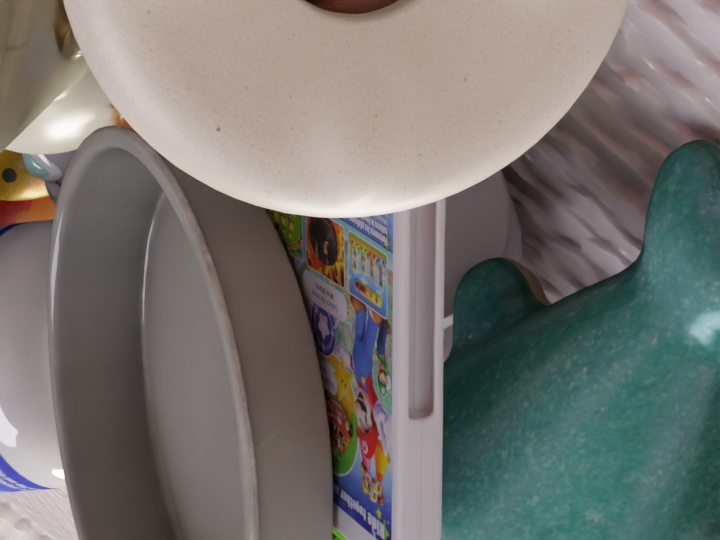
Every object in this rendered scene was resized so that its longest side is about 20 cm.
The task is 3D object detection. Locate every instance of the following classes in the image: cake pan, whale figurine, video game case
[{"bbox_3d":[-0.059,0.049,0.979,0.200,0.037,0.201,172,90,-68],"label":"cake pan"},{"bbox_3d":[0.071,0.055,0.925,0.159,0.103,0.200,52,131,28],"label":"whale figurine"},{"bbox_3d":[-0.010,-0.021,0.914,0.143,0.018,0.201,-146,53,-60],"label":"video game case"}]

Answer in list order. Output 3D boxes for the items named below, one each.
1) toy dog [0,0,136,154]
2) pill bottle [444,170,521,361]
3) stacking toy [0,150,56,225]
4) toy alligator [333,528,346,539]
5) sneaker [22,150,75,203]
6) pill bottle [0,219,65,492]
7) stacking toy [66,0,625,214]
[{"bbox_3d":[-0.137,-0.085,1.030,0.139,0.195,0.200,4,-170,27],"label":"toy dog"},{"bbox_3d":[0.000,0.000,1.082,0.111,0.111,0.200,37,166,1],"label":"pill bottle"},{"bbox_3d":[-0.157,-0.064,1.278,0.146,0.146,0.200,35,154,10],"label":"stacking toy"},{"bbox_3d":[0.029,0.096,1.081,0.054,0.060,0.200,32,164,-36],"label":"toy alligator"},{"bbox_3d":[-0.048,-0.024,1.228,0.140,0.078,0.200,25,171,35],"label":"sneaker"},{"bbox_3d":[-0.154,0.038,1.219,0.199,0.112,0.112,-6,142,32],"label":"pill bottle"},{"bbox_3d":[-0.019,-0.106,0.779,0.146,0.146,0.200,42,-177,-20],"label":"stacking toy"}]
